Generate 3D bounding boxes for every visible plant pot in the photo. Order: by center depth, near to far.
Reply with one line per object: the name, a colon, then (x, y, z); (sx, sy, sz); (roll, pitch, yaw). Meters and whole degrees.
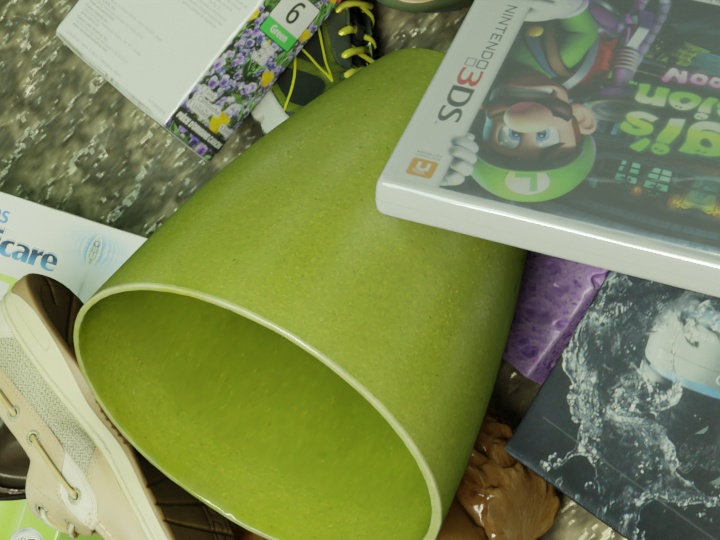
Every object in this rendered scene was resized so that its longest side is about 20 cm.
plant pot: (0.000, 0.000, 1.306); (0.187, 0.187, 0.200); (12, 53, 33)

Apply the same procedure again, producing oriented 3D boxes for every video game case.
video game case: (0.130, -0.067, 1.252); (0.200, 0.023, 0.182); (14, 47, 15)

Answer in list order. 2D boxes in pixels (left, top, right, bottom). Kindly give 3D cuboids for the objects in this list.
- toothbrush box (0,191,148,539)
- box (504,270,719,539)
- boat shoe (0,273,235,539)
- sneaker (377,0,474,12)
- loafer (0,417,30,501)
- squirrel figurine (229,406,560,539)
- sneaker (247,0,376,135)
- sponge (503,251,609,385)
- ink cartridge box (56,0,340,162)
toothbrush box: (-0.174, 0.069, 1.539); (0.145, 0.086, 0.200); (18, 87, 32)
box: (0.209, 0.056, 1.292); (0.197, 0.117, 0.200); (35, 98, 32)
boat shoe: (-0.126, 0.097, 1.367); (0.065, 0.072, 0.200); (-40, 71, 16)
sneaker: (0.089, -0.188, 1.448); (0.200, 0.090, 0.067); (-27, 88, -8)
loafer: (-0.116, 0.056, 1.433); (0.200, 0.071, 0.073); (-26, 90, -3)
squirrel figurine: (-0.007, 0.138, 1.413); (0.186, 0.142, 0.200); (8, 69, 43)
sneaker: (-0.023, -0.114, 1.497); (0.085, 0.074, 0.200); (-47, 60, 13)
sponge: (0.110, -0.055, 1.429); (0.112, 0.030, 0.200); (42, 100, 30)
ink cartridge box: (-0.057, -0.166, 1.476); (0.200, 0.050, 0.109); (-50, 50, 1)
